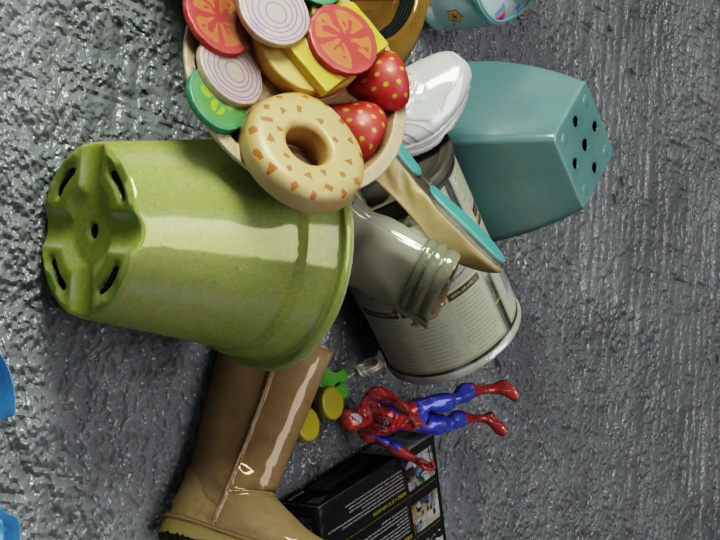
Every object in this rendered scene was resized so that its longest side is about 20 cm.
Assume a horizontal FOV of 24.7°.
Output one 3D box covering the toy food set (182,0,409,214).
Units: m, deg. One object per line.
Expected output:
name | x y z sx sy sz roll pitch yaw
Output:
toy food set | -0.048 -0.149 1.251 0.198 0.049 0.200 49 53 -2

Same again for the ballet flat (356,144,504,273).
ballet flat | 0.040 -0.061 1.414 0.200 0.063 0.069 49 12 1

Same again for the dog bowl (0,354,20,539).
dog bowl | -0.295 0.142 1.141 0.111 0.049 0.203 -4 92 -55

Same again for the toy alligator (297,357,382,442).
toy alligator | -0.046 0.108 1.482 0.200 0.059 0.055 -39 112 -48

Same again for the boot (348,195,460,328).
boot | 0.000 0.000 1.408 0.073 0.154 0.200 -63 180 -24

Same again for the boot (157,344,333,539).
boot | -0.064 0.151 1.374 0.066 0.173 0.202 90 19 -66

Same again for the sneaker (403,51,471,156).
sneaker | 0.010 -0.144 1.463 0.199 0.078 0.100 -33 142 -5

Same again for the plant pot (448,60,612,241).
plant pot | 0.137 -0.119 1.626 0.142 0.198 0.142 -58 133 -38

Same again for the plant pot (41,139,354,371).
plant pot | -0.138 -0.025 1.270 0.183 0.199 0.203 5 85 -42

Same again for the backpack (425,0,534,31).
backpack | 0.134 -0.339 1.675 0.200 0.152 0.177 -37 124 -41

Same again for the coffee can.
coffee can | 0.053 -0.015 1.550 0.147 0.145 0.201 -55 131 -39

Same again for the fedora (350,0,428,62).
fedora | -0.021 -0.267 1.509 0.199 0.081 0.203 1 89 -47

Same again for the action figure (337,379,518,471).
action figure | 0.074 0.149 1.558 0.198 0.099 0.066 0 116 -32

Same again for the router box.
router box | 0.008 0.256 1.562 0.199 0.051 0.151 -24 110 -52
